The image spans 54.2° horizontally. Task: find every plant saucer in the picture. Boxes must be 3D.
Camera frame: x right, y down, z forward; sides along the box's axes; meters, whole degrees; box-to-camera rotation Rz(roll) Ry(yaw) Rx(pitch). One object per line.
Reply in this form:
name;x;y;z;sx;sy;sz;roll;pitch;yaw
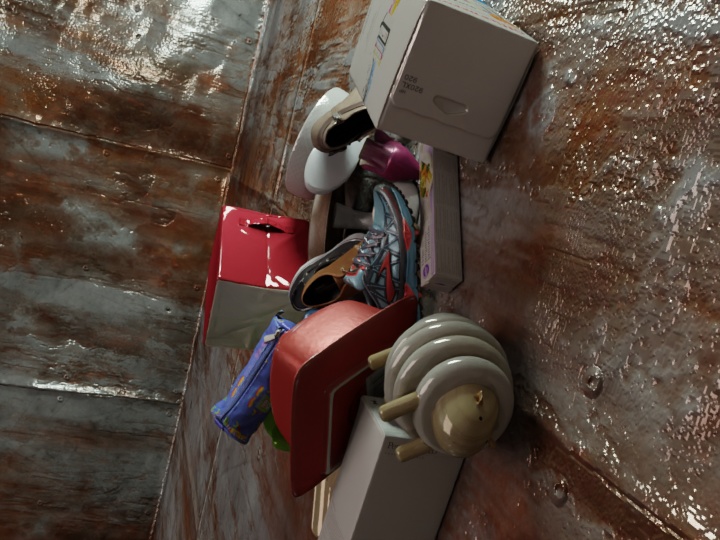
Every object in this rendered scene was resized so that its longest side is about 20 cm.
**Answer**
plant saucer;-0.058;-0.066;1.187;0.200;0.036;0.206;7;-90;-83

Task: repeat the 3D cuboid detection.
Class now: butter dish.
butter dish;-0.041;0.118;0.824;0.146;0.197;0.204;31;133;34

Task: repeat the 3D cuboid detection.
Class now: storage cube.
storage cube;-0.185;0.023;1.263;0.182;0.167;0.202;-98;23;-45

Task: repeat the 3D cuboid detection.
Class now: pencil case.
pencil case;-0.151;0.166;1.084;0.077;0.087;0.202;32;85;31

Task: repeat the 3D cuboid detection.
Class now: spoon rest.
spoon rest;0.030;-0.083;1.060;0.198;0.059;0.102;5;84;58

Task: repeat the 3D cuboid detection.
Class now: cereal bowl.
cereal bowl;-0.050;-0.213;1.247;0.203;0.082;0.201;-60;-9;-15

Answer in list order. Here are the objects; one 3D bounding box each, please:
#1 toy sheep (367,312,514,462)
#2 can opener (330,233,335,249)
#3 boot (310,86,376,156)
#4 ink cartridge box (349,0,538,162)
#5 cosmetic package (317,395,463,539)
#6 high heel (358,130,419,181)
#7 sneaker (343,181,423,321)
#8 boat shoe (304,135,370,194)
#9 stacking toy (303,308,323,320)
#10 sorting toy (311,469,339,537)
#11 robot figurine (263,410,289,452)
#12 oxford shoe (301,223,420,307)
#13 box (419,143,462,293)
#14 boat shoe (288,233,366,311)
toy sheep;0.080;0.106;0.677;0.201;0.135;0.141;-106;33;-63
can opener;-0.067;0.007;1.287;0.051;0.066;0.205;-6;67;24
boot;0.014;-0.237;1.024;0.198;0.071;0.147;-36;20;5
ink cartridge box;0.088;-0.249;0.831;0.202;0.144;0.147;-109;36;-55
cosmetic package;0.029;0.251;0.770;0.085;0.105;0.205;-129;52;-64
high heel;0.050;-0.170;1.071;0.200;0.094;0.069;-74;9;-84
sneaker;0.025;-0.007;0.877;0.079;0.093;0.206;-172;76;-77
boat shoe;-0.031;-0.190;1.128;0.203;0.071;0.068;-62;-1;-28
stacking toy;-0.035;0.093;1.084;0.200;0.107;0.119;-111;21;-77
sorting toy;-0.010;0.277;0.987;0.199;0.036;0.190;-35;47;58
robot figurine;-0.109;0.205;1.177;0.177;0.113;0.202;-59;26;31
oxford shoe;0.000;0.000;0.962;0.198;0.072;0.071;-34;1;25
box;0.097;-0.075;0.865;0.039;0.040;0.205;133;143;-57
boat shoe;-0.053;0.018;1.074;0.198;0.070;0.067;-32;16;38
